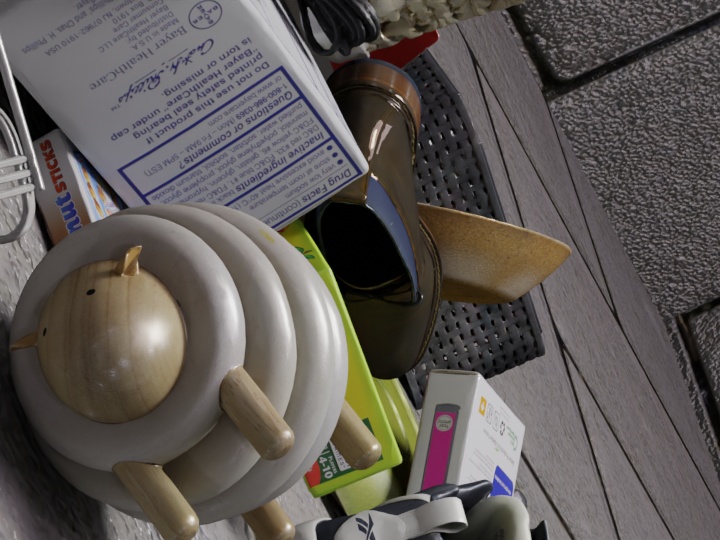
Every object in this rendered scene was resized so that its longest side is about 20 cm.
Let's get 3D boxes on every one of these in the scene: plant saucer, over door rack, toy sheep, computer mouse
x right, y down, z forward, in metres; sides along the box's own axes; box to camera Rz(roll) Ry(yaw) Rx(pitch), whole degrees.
[{"bbox_3d":[0.004,0.087,1.650,0.201,0.031,0.200,62,10,-20],"label":"plant saucer"},{"bbox_3d":[-0.168,-0.103,1.044,0.148,0.066,0.201,-34,120,-81],"label":"over door rack"},{"bbox_3d":[-0.065,0.039,1.126,0.139,0.137,0.200,68,14,16],"label":"toy sheep"},{"bbox_3d":[0.018,-0.011,1.619,0.200,0.199,0.036,30,70,-74],"label":"plant saucer"},{"bbox_3d":[-0.043,-0.157,1.260,0.110,0.044,0.200,60,7,9],"label":"computer mouse"}]

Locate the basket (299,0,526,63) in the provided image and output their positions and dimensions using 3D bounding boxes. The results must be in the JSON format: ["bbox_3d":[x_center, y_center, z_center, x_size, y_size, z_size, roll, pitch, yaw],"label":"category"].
[{"bbox_3d":[0.015,-0.216,1.424,0.136,0.123,0.201,14,62,-84],"label":"basket"}]

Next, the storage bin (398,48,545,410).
[{"bbox_3d":[0.034,-0.032,1.814,0.135,0.093,0.201,-120,-171,-57],"label":"storage bin"}]

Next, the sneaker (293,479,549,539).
[{"bbox_3d":[0.042,0.166,1.401,0.199,0.129,0.080,56,14,-46],"label":"sneaker"}]

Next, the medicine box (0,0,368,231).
[{"bbox_3d":[-0.105,-0.131,1.325,0.200,0.103,0.183,53,9,-46],"label":"medicine box"}]

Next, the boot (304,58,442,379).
[{"bbox_3d":[0.000,0.000,1.484,0.097,0.074,0.201,-77,165,-49],"label":"boot"}]

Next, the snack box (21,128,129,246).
[{"bbox_3d":[-0.099,0.001,1.346,0.072,0.024,0.200,69,10,23],"label":"snack box"}]

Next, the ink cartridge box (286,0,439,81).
[{"bbox_3d":[-0.051,-0.153,1.566,0.200,0.050,0.162,-34,-104,57],"label":"ink cartridge box"}]

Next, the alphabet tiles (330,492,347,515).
[{"bbox_3d":[-0.020,0.078,1.652,0.168,0.008,0.200,-104,167,-45],"label":"alphabet tiles"}]

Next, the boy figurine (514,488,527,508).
[{"bbox_3d":[0.089,0.202,1.775,0.200,0.064,0.125,-101,164,-51],"label":"boy figurine"}]

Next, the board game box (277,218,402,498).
[{"bbox_3d":[-0.032,0.031,1.429,0.200,0.047,0.102,-125,-166,-75],"label":"board game box"}]

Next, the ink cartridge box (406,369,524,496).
[{"bbox_3d":[0.049,0.163,1.593,0.095,0.037,0.201,48,47,-61],"label":"ink cartridge box"}]
